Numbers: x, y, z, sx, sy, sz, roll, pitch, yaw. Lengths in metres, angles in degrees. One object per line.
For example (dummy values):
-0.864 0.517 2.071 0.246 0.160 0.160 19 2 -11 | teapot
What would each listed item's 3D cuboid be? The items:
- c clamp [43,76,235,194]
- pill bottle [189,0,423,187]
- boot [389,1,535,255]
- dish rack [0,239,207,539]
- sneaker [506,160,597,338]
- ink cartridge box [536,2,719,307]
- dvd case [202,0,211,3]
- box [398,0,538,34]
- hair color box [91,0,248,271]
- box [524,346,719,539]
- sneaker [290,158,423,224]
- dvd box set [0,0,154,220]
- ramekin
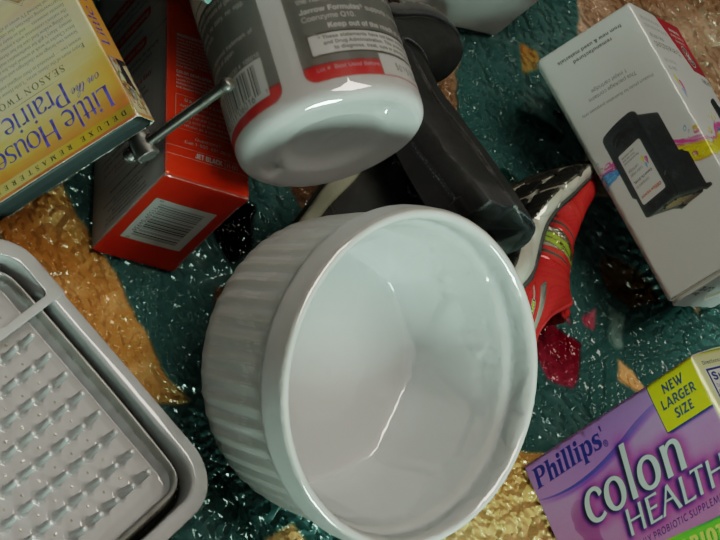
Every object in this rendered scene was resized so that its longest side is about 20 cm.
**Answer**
-0.183 -0.135 1.236 0.200 0.171 0.027 57 21 14 | c clamp
-0.043 -0.161 1.238 0.114 0.114 0.200 -1 63 -36 | pill bottle
0.059 -0.094 1.392 0.165 0.066 0.200 4 42 -52 | boot
-0.197 0.096 1.153 0.200 0.044 0.172 49 45 0 | dish rack
0.117 -0.002 1.438 0.085 0.077 0.200 59 40 -22 | sneaker
0.227 -0.080 1.509 0.200 0.083 0.146 62 19 12 | ink cartridge box
-0.116 -0.256 1.226 0.200 0.022 0.146 33 82 30 | dvd case
0.086 -0.300 1.520 0.106 0.152 0.200 4 61 -47 | box
-0.118 -0.112 1.300 0.061 0.102 0.200 16 55 -29 | hair color box
0.226 0.171 1.321 0.097 0.176 0.200 -9 69 -40 | box
0.000 0.000 1.331 0.106 0.075 0.200 40 46 -4 | sneaker
-0.225 -0.136 1.214 0.200 0.146 0.029 61 14 12 | dvd box set
-0.001 0.059 1.230 0.200 0.105 0.200 -5 98 -41 | ramekin
